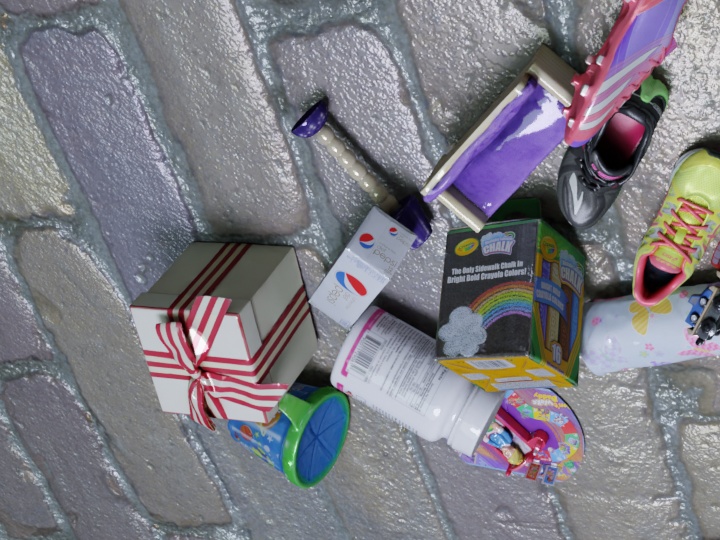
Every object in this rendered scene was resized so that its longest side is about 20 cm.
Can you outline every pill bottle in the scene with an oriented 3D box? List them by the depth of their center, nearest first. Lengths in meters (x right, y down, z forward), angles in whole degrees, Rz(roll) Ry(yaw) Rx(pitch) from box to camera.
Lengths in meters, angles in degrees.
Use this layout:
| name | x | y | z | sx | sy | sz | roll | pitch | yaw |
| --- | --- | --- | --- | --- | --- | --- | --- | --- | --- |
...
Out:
| name | x | y | z | sx | sy | sz | roll | pitch | yaw |
| --- | --- | --- | --- | --- | --- | --- | --- | --- | --- |
| pill bottle | 0.072 | 0.139 | 1.797 | 0.198 | 0.114 | 0.114 | 29 | 135 | 11 |

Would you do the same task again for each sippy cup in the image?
| name | x | y | z | sx | sy | sz | roll | pitch | yaw |
| --- | --- | --- | --- | --- | --- | --- | --- | --- | --- |
| sippy cup | -0.102 | 0.205 | 1.954 | 0.129 | 0.139 | 0.180 | 19 | 122 | 28 |

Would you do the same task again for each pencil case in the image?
| name | x | y | z | sx | sy | sz | roll | pitch | yaw |
| --- | --- | --- | --- | --- | --- | --- | --- | --- | --- |
| pencil case | 0.339 | 0.066 | 1.623 | 0.198 | 0.084 | 0.091 | -12 | 140 | 36 |

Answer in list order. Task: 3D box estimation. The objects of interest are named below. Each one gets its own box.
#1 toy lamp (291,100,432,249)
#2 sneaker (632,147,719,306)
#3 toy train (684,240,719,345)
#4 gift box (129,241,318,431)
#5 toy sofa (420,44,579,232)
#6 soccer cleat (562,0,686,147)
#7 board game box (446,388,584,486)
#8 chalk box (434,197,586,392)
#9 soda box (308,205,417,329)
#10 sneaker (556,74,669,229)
| name | x | y | z | sx | sy | sz | roll | pitch | yaw |
| --- | --- | --- | --- | --- | --- | --- | --- | --- | --- |
| toy lamp | 0.006 | -0.106 | 1.682 | 0.200 | 0.058 | 0.058 | 45 | 134 | -13 |
| sneaker | 0.339 | -0.038 | 1.532 | 0.077 | 0.091 | 0.202 | 25 | 133 | 10 |
| toy train | 0.388 | -0.014 | 1.512 | 0.046 | 0.034 | 0.202 | 33 | 110 | 31 |
| gift box | -0.162 | 0.075 | 1.825 | 0.197 | 0.187 | 0.187 | -1 | 122 | 30 |
| toy sofa | 0.154 | -0.131 | 1.536 | 0.083 | 0.098 | 0.200 | 38 | 127 | -5 |
| soccer cleat | 0.262 | -0.204 | 1.416 | 0.076 | 0.067 | 0.202 | 22 | 107 | -9 |
| board game box | 0.185 | 0.213 | 1.857 | 0.197 | 0.039 | 0.160 | 8 | 130 | 22 |
| chalk box | 0.171 | 0.020 | 1.626 | 0.123 | 0.203 | 0.124 | -5 | 157 | 34 |
| soda box | 0.000 | 0.000 | 1.718 | 0.063 | 0.069 | 0.200 | 34 | 156 | -2 |
| sneaker | 0.251 | -0.117 | 1.518 | 0.076 | 0.084 | 0.201 | 26 | 134 | 7 |
